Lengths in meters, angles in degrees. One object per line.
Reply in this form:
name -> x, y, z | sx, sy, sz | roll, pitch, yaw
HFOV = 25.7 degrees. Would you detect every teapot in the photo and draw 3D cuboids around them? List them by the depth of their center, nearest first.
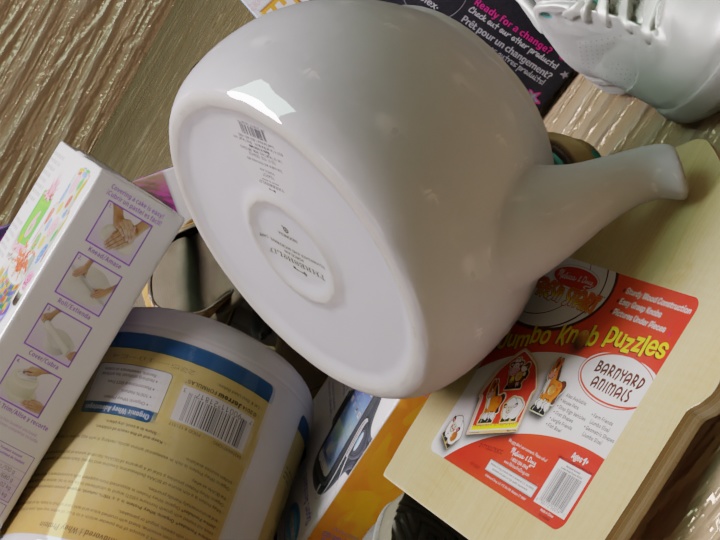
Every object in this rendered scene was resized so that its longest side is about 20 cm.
teapot -> 0.016, -0.051, 0.728 | 0.146, 0.200, 0.197 | -40, -3, -26

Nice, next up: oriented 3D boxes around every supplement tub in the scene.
supplement tub -> -0.120, 0.138, 0.877 | 0.145, 0.144, 0.201 | -35, 30, 57

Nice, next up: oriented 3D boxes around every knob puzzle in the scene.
knob puzzle -> 0.106, 0.035, 0.683 | 0.220, 0.030, 0.221 | -43, 26, 27

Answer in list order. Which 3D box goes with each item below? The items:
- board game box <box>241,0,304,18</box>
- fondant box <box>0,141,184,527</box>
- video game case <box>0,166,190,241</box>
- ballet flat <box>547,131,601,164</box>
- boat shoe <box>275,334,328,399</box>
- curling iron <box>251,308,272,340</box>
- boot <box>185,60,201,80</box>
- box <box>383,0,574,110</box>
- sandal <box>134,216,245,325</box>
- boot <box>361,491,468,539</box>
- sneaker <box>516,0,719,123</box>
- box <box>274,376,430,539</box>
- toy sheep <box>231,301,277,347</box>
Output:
board game box -> -0.025, -0.152, 1.077 | 0.034, 0.135, 0.200 | -42, -1, 6
fondant box -> -0.186, 0.033, 0.885 | 0.201, 0.058, 0.144 | -60, 22, -1
video game case -> -0.181, 0.036, 1.144 | 0.199, 0.183, 0.036 | -21, 4, -22
ballet flat -> 0.044, -0.015, 0.832 | 0.199, 0.069, 0.063 | -23, 1, 30
boat shoe -> 0.000, 0.000, 0.973 | 0.065, 0.071, 0.201 | -69, -2, -54
curling iron -> -0.042, 0.000, 0.919 | 0.049, 0.026, 0.200 | -40, -13, -27
boot -> -0.054, -0.109, 1.063 | 0.200, 0.075, 0.074 | -40, -39, -72
box -> 0.057, -0.179, 0.982 | 0.115, 0.131, 0.201 | -50, 21, 28
sandal -> -0.107, 0.006, 1.020 | 0.054, 0.081, 0.200 | -21, -7, -39
boot -> -0.028, 0.214, 0.753 | 0.200, 0.072, 0.182 | -44, 11, 33
sneaker -> 0.127, -0.124, 0.763 | 0.076, 0.088, 0.200 | -62, 17, -2
box -> 0.004, 0.091, 0.902 | 0.201, 0.041, 0.119 | -59, 17, 22
toy sheep -> -0.052, -0.023, 1.090 | 0.201, 0.137, 0.139 | 109, 174, -46
